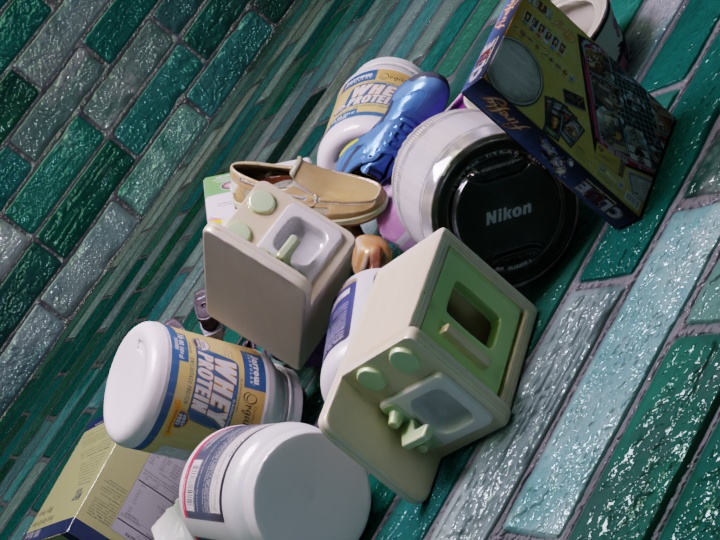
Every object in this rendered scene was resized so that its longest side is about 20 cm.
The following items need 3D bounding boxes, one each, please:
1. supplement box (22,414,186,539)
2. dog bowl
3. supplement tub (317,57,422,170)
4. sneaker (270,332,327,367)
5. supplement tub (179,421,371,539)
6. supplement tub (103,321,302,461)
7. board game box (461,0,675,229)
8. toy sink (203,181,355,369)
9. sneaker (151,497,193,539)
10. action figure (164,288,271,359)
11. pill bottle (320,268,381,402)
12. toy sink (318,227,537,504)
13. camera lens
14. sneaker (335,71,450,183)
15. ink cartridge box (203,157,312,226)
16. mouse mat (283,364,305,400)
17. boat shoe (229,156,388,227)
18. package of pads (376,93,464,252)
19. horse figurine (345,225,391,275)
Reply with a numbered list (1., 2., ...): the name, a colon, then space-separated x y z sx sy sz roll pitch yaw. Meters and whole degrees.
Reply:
1. supplement box: -0.313 0.299 1.776 0.199 0.134 0.201 -28 30 55
2. dog bowl: 0.214 -0.223 1.535 0.199 0.074 0.201 -36 23 18
3. supplement tub: 0.027 -0.185 1.837 0.144 0.144 0.201 -40 21 33
4. sneaker: -0.076 0.076 1.655 0.200 0.086 0.077 -171 78 -72
5. supplement tub: -0.086 0.221 1.339 0.141 0.140 0.199 -58 18 -20
6. supplement tub: -0.181 0.150 1.576 0.144 0.198 0.146 -36 45 48
7. board game box: 0.196 -0.152 1.260 0.035 0.199 0.136 -30 26 52
8. toy sink: -0.087 -0.006 1.482 0.112 0.129 0.201 -55 -13 -26
9. sneaker: -0.208 0.272 1.650 0.115 0.074 0.201 -43 23 15
10. action figure: -0.176 0.122 1.713 0.129 0.201 0.069 -34 45 -12
11. pill bottle: 0.016 0.093 1.382 0.111 0.111 0.201 -43 18 25
12. toy sink: 0.067 0.085 1.237 0.112 0.130 0.201 -34 24 44
13. camera lens: 0.120 -0.077 1.372 0.160 0.160 0.200 -50 17 4
14. sneaker: 0.041 -0.156 1.663 0.200 0.066 0.079 -43 27 33
15. ink cartridge box: -0.114 -0.040 1.705 0.143 0.085 0.201 -11 40 -2
16. mouse mat: -0.144 0.215 1.734 0.201 0.008 0.161 -51 17 1
17. boat shoe: -0.066 -0.100 1.636 0.197 0.077 0.072 1 42 14
18. package of pads: 0.100 -0.120 1.664 0.200 0.075 0.121 -47 21 16
19. horse figurine: 0.000 0.000 1.647 0.200 0.049 0.134 -158 76 -75
